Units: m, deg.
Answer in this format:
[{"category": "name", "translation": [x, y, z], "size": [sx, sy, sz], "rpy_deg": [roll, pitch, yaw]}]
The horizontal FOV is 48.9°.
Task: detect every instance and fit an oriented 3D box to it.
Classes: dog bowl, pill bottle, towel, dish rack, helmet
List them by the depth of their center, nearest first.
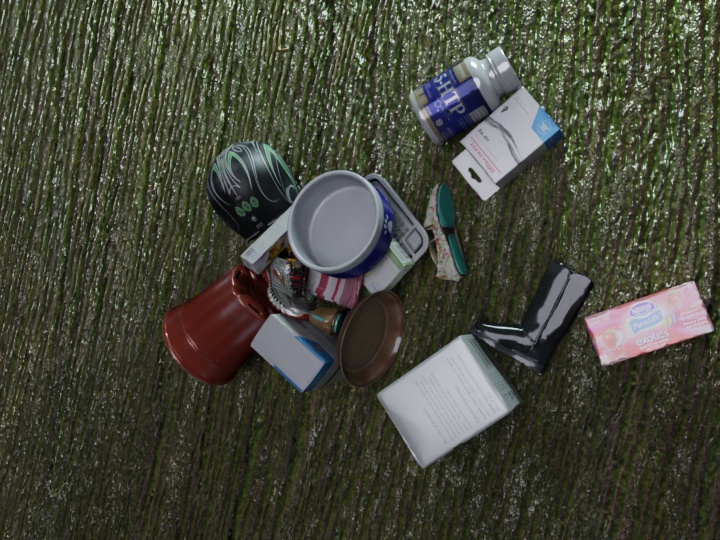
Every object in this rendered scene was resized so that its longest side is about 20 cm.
[{"category": "dog bowl", "translation": [-0.038, -0.087, 1.531], "size": [0.199, 0.079, 0.201], "rpy_deg": [-7, 74, 26]}, {"category": "pill bottle", "translation": [0.207, -0.346, 1.550], "size": [0.200, 0.120, 0.120], "rpy_deg": [-30, 77, 16]}, {"category": "towel", "translation": [-0.077, -0.016, 1.613], "size": [0.199, 0.023, 0.145], "rpy_deg": [18, 102, 33]}, {"category": "dish rack", "translation": [0.046, -0.081, 1.616], "size": [0.200, 0.043, 0.172], "rpy_deg": [52, 124, 15]}, {"category": "helmet", "translation": [-0.232, -0.177, 1.674], "size": [0.200, 0.200, 0.191], "rpy_deg": [-32, 94, 16]}]

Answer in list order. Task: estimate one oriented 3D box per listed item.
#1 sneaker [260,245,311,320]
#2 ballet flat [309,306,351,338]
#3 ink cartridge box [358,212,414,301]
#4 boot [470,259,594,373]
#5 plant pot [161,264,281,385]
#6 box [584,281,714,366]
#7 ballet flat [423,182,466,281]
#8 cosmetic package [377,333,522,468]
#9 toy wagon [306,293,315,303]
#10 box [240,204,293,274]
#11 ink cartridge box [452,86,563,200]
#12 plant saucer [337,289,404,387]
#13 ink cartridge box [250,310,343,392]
[{"category": "sneaker", "translation": [-0.146, 0.018, 1.589], "size": [0.082, 0.078, 0.200], "rpy_deg": [-46, 52, 22]}, {"category": "ballet flat", "translation": [-0.058, 0.100, 1.577], "size": [0.072, 0.200, 0.068], "rpy_deg": [17, 89, 13]}, {"category": "ink cartridge box", "translation": [0.000, 0.000, 1.611], "size": [0.146, 0.048, 0.200], "rpy_deg": [51, 121, 17]}, {"category": "boot", "translation": [0.327, 0.070, 1.511], "size": [0.164, 0.066, 0.201], "rpy_deg": [28, 100, 11]}, {"category": "plant pot", "translation": [-0.271, 0.101, 1.641], "size": [0.195, 0.201, 0.201], "rpy_deg": [-40, 75, 24]}, {"category": "box", "translation": [0.516, 0.097, 1.422], "size": [0.199, 0.103, 0.095], "rpy_deg": [-22, 80, 19]}, {"category": "ballet flat", "translation": [0.159, -0.073, 1.581], "size": [0.064, 0.076, 0.201], "rpy_deg": [-17, 78, 34]}, {"category": "cosmetic package", "translation": [0.173, 0.243, 1.506], "size": [0.200, 0.165, 0.165], "rpy_deg": [-37, 76, 15]}, {"category": "toy wagon", "translation": [-0.182, 0.012, 1.715], "size": [0.199, 0.040, 0.156], "rpy_deg": [-1, 86, 21]}, {"category": "box", "translation": [-0.157, -0.077, 1.601], "size": [0.041, 0.039, 0.200], "rpy_deg": [31, 67, 31]}, {"category": "ink cartridge box", "translation": [0.279, -0.243, 1.545], "size": [0.200, 0.067, 0.116], "rpy_deg": [-41, 75, 13]}, {"category": "plant saucer", "translation": [0.014, 0.130, 1.560], "size": [0.037, 0.200, 0.201], "rpy_deg": [20, 94, 37]}, {"category": "ink cartridge box", "translation": [-0.103, 0.158, 1.593], "size": [0.146, 0.200, 0.086], "rpy_deg": [40, 102, 18]}]
